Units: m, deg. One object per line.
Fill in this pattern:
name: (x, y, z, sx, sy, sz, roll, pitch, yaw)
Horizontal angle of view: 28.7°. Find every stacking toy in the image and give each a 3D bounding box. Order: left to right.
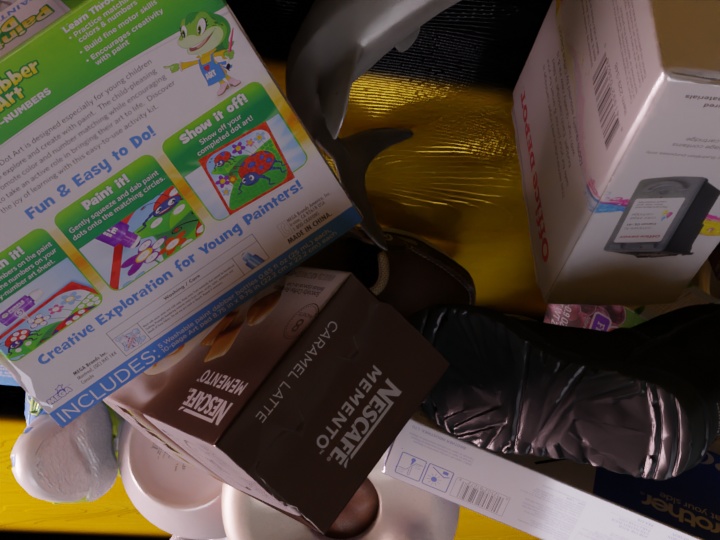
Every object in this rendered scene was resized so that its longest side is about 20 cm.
stacking toy: (-0.011, 0.132, 0.936, 0.146, 0.147, 0.200, -5, -173, 1)

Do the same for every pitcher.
pitcher: (-0.111, 0.159, 1.030, 0.121, 0.172, 0.200, 13, 173, 10)

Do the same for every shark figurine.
shark figurine: (-0.009, -0.094, 0.755, 0.128, 0.090, 0.215, 5, 146, -13)

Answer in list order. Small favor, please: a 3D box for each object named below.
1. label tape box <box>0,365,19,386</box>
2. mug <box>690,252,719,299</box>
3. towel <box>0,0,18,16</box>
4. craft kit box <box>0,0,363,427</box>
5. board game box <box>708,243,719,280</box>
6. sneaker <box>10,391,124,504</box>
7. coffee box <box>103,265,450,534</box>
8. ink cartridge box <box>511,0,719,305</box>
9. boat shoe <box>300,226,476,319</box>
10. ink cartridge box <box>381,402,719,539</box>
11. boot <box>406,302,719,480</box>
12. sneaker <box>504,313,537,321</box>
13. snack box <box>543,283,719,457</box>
label tape box: (-0.194, 0.006, 0.918, 0.144, 0.063, 0.200, 6, 147, -18)
mug: (0.273, 0.062, 0.977, 0.149, 0.187, 0.153, 33, 156, 5)
towel: (-0.166, -0.050, 0.754, 0.165, 0.086, 0.200, 20, 112, -35)
craft kit box: (-0.126, -0.042, 0.696, 0.200, 0.049, 0.198, -34, 134, -1)
board game box: (0.296, -0.070, 0.847, 0.120, 0.032, 0.200, 3, 135, -5)
sneaker: (-0.219, 0.120, 1.032, 0.105, 0.076, 0.200, 2, -174, 21)
coffee box: (-0.056, 0.061, 0.781, 0.080, 0.114, 0.200, 44, 165, -22)
ink cartridge box: (0.147, -0.093, 0.716, 0.085, 0.148, 0.200, 2, 150, -9)
boat shoe: (-0.002, 0.006, 0.908, 0.202, 0.075, 0.075, 15, -174, -29)
ink cartridge box: (0.119, 0.114, 0.806, 0.199, 0.094, 0.044, 22, 119, 4)
boot: (0.142, 0.051, 0.770, 0.198, 0.074, 0.162, 13, -160, 38)
sneaker: (0.140, 0.085, 1.035, 0.199, 0.079, 0.079, 12, 109, 1)
snack box: (0.202, 0.101, 0.895, 0.068, 0.200, 0.169, -29, 140, -44)
